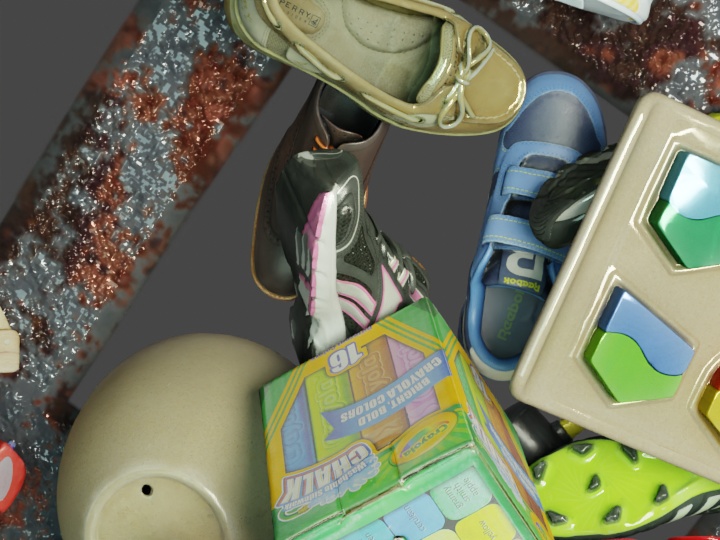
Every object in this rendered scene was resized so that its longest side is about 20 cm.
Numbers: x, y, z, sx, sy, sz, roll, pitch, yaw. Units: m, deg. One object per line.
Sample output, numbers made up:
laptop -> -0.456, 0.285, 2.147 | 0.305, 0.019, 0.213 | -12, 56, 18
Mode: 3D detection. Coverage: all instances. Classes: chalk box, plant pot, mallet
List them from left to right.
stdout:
plant pot -> -0.111, 0.151, 0.880 | 0.199, 0.134, 0.202 | 1, 98, 7
chalk box -> 0.029, 0.133, 0.765 | 0.123, 0.200, 0.125 | -29, 119, 8
mallet -> 0.166, 0.064, 0.882 | 0.066, 0.041, 0.200 | 44, 97, -4

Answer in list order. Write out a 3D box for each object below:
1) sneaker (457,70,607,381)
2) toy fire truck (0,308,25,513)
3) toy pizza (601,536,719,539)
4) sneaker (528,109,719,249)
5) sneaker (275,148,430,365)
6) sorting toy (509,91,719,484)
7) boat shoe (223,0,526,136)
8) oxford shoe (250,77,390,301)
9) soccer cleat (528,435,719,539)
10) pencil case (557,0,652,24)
sneaker -> 0.108, -0.023, 0.852 | 0.074, 0.082, 0.201 | 12, 97, 7
toy fire truck -> -0.277, 0.065, 0.914 | 0.141, 0.049, 0.200 | -48, 119, -24
toy pizza -> 0.204, 0.196, 0.837 | 0.199, 0.201, 0.032 | 5, 60, 7
sneaker -> 0.196, -0.040, 0.816 | 0.199, 0.074, 0.085 | -19, 104, -15
sneaker -> 0.000, 0.000, 0.845 | 0.086, 0.201, 0.081 | -15, 52, -12
sorting toy -> 0.204, 0.022, 0.767 | 0.199, 0.036, 0.186 | 22, 96, -14
boat shoe -> 0.020, -0.125, 0.786 | 0.200, 0.063, 0.074 | 22, 92, -29
oxford shoe -> -0.023, -0.072, 0.866 | 0.071, 0.073, 0.201 | 23, 101, 4
soccer cleat -> 0.189, 0.132, 0.854 | 0.199, 0.081, 0.068 | -15, 58, 0
pencil case -> 0.168, -0.246, 0.807 | 0.083, 0.091, 0.201 | 24, 101, 3
